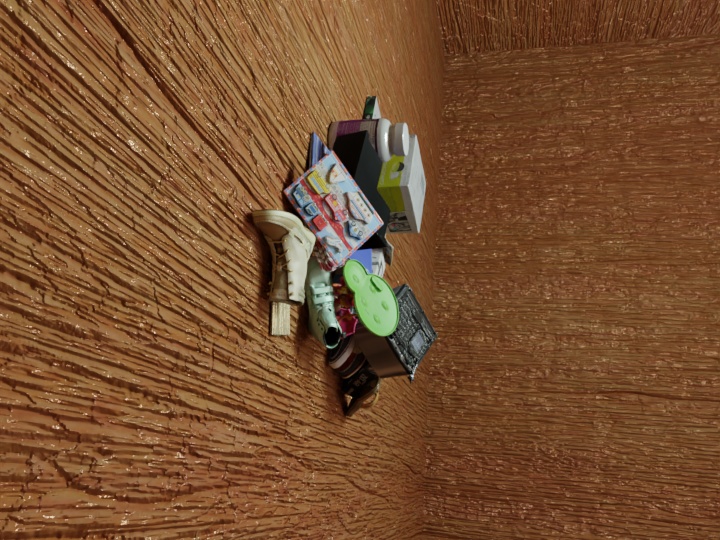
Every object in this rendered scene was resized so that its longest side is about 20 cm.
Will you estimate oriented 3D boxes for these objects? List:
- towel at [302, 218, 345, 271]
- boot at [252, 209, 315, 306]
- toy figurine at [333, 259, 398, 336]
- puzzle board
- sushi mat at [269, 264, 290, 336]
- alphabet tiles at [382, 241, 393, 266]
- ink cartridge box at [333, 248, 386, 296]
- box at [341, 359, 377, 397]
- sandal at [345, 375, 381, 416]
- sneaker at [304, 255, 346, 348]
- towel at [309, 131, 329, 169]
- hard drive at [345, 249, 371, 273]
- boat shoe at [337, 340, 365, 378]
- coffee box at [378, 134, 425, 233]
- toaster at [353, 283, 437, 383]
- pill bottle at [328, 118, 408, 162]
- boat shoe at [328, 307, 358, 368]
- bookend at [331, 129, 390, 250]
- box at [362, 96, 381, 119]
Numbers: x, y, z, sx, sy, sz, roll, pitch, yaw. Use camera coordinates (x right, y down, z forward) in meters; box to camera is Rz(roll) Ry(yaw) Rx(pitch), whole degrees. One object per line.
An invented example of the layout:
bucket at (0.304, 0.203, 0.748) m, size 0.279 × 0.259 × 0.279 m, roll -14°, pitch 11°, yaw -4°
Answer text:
towel at (-0.089, -0.098, 1.479) m, size 0.146 × 0.029 × 0.203 m, roll -25°, pitch 95°, yaw -77°
boot at (-0.152, -0.021, 1.255) m, size 0.200 × 0.071 × 0.158 m, roll 39°, pitch 56°, yaw -63°
toy figurine at (-0.036, 0.088, 1.571) m, size 0.201 × 0.183 × 0.151 m, roll 52°, pitch 42°, yaw -16°
puzzle board at (-0.054, -0.135, 1.412) m, size 0.151 × 0.017 × 0.201 m, roll -43°, pitch 107°, yaw -21°
sushi mat at (-0.162, 0.034, 1.346) m, size 0.096 × 0.012 × 0.204 m, roll 16°, pitch 75°, yaw -76°
alphabet tiles at (0.035, -0.108, 1.820) m, size 0.008 × 0.167 × 0.201 m, roll -38°, pitch 163°, yaw -14°
ink cartridge box at (0.000, 0.000, 1.784) m, size 0.201 × 0.114 × 0.069 m, roll -72°, pitch 158°, yaw -51°
box at (0.021, 0.233, 1.836) m, size 0.160 × 0.043 × 0.201 m, roll -49°, pitch -164°, yaw 38°
sandal at (0.018, 0.354, 1.806) m, size 0.201 × 0.053 × 0.081 m, roll -56°, pitch -175°, yaw 46°
sneaker at (-0.077, 0.074, 1.468) m, size 0.118 × 0.073 × 0.204 m, roll -144°, pitch -134°, yaw -59°
towel at (-0.068, -0.225, 1.593) m, size 0.200 × 0.023 × 0.147 m, roll 43°, pitch 41°, yaw -55°
hard drive at (-0.017, -0.075, 1.712) m, size 0.132 × 0.025 × 0.202 m, roll 43°, pitch 30°, yaw -32°
boat shoe at (-0.006, 0.194, 1.756) m, size 0.063 × 0.071 × 0.201 m, roll 44°, pitch 70°, yaw -33°
coffee box at (0.075, -0.249, 1.914) m, size 0.201 × 0.194 × 0.202 m, roll 69°, pitch 26°, yaw -51°
toaster at (0.089, 0.168, 1.697) m, size 0.182 × 0.118 × 0.200 m, roll 58°, pitch 42°, yaw -14°
pill bottle at (0.023, -0.337, 1.699) m, size 0.112 × 0.196 × 0.115 m, roll 0°, pitch 90°, yaw -76°
boat shoe at (-0.047, 0.159, 1.715) m, size 0.068 × 0.071 × 0.202 m, roll 42°, pitch 55°, yaw -25°
bookend at (0.001, -0.191, 1.576) m, size 0.199 × 0.091 × 0.203 m, roll 49°, pitch 45°, yaw -46°
box at (0.035, -0.433, 2.085) m, size 0.145 × 0.036 × 0.203 m, roll 71°, pitch 22°, yaw -52°
